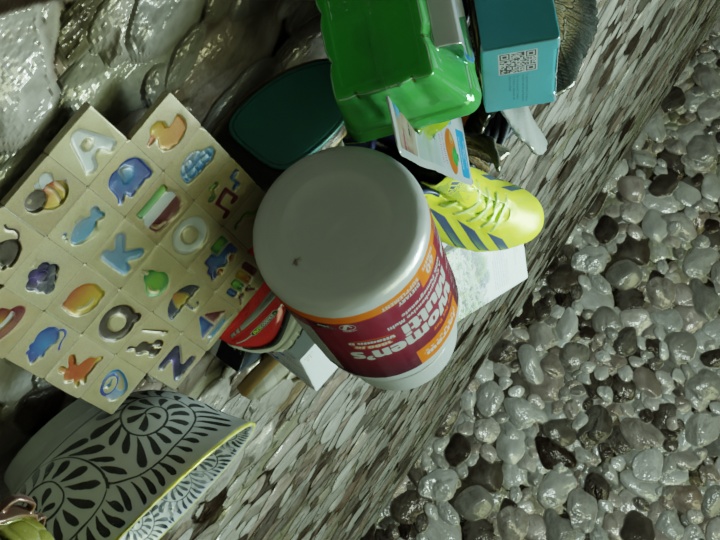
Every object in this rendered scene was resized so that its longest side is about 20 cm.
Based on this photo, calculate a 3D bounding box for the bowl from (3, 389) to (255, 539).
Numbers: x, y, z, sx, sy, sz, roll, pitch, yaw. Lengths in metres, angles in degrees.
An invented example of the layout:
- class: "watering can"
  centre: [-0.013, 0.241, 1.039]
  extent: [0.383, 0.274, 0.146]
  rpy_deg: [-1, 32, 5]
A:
- class: "bowl"
  centre: [-0.173, 0.143, 0.666]
  extent: [0.201, 0.094, 0.201]
  rpy_deg: [-45, 173, -7]

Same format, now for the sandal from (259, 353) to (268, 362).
- class: "sandal"
  centre: [-0.036, 0.053, 1.026]
  extent: [0.200, 0.054, 0.081]
  rpy_deg: [-45, 162, -54]

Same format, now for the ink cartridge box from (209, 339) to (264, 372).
- class: "ink cartridge box"
  centre: [-0.055, 0.008, 0.913]
  extent: [0.200, 0.039, 0.100]
  rpy_deg: [-38, 156, -53]

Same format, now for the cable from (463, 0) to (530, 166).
- class: "cable"
  centre: [0.095, -0.171, 0.892]
  extent: [0.200, 0.051, 0.164]
  rpy_deg: [-36, 131, -26]

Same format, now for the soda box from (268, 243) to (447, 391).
- class: "soda box"
  centre: [0.000, 0.000, 0.841]
  extent: [0.200, 0.064, 0.068]
  rpy_deg: [-48, 154, -16]

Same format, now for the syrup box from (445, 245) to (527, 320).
- class: "syrup box"
  centre: [0.080, 0.003, 1.032]
  extent: [0.199, 0.081, 0.079]
  rpy_deg: [-29, 119, -36]

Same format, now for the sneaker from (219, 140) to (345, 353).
- class: "sneaker"
  centre: [-0.066, -0.033, 0.730]
  extent: [0.077, 0.084, 0.201]
  rpy_deg: [-142, -116, -63]

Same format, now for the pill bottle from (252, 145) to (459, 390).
- class: "pill bottle"
  centre: [0.008, 0.010, 0.667]
  extent: [0.110, 0.109, 0.200]
  rpy_deg: [-54, 156, -11]

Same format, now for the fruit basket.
- class: "fruit basket"
  centre: [0.039, -0.154, 0.644]
  extent: [0.200, 0.093, 0.187]
  rpy_deg: [0, 78, -65]

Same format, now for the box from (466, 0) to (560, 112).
- class: "box"
  centre: [0.090, -0.214, 0.656]
  extent: [0.082, 0.049, 0.201]
  rpy_deg: [65, 17, -70]

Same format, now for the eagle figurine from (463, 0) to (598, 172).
- class: "eagle figurine"
  centre: [0.108, -0.190, 0.790]
  extent: [0.201, 0.150, 0.152]
  rpy_deg: [-62, 180, 5]

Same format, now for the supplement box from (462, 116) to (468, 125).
- class: "supplement box"
  centre: [0.096, -0.131, 1.058]
  extent: [0.067, 0.069, 0.200]
  rpy_deg: [-50, 166, -17]

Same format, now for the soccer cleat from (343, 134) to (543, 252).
- class: "soccer cleat"
  centre: [0.069, -0.060, 0.774]
  extent: [0.084, 0.199, 0.065]
  rpy_deg: [-8, -113, 63]

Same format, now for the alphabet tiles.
- class: "alphabet tiles"
  centre: [-0.129, -0.003, 0.572]
  extent: [0.167, 0.006, 0.200]
  rpy_deg: [-51, 146, -6]

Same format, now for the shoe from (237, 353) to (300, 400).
- class: "shoe"
  centre: [-0.024, 0.064, 0.903]
  extent: [0.200, 0.054, 0.070]
  rpy_deg: [-36, 178, 7]

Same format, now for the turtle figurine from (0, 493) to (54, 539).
- class: "turtle figurine"
  centre: [-0.190, 0.134, 0.490]
  extent: [0.065, 0.161, 0.200]
  rpy_deg: [-52, 164, -19]

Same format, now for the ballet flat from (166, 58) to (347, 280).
- class: "ballet flat"
  centre: [-0.077, -0.065, 0.657]
  extent: [0.200, 0.069, 0.063]
  rpy_deg: [-43, 170, -17]
